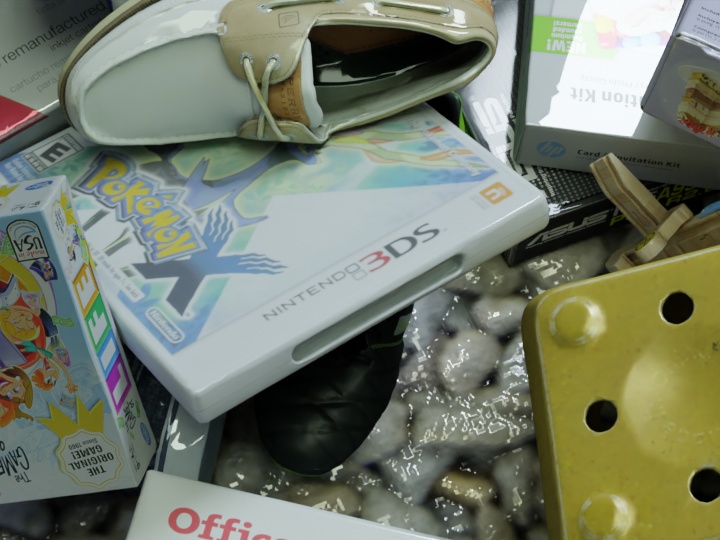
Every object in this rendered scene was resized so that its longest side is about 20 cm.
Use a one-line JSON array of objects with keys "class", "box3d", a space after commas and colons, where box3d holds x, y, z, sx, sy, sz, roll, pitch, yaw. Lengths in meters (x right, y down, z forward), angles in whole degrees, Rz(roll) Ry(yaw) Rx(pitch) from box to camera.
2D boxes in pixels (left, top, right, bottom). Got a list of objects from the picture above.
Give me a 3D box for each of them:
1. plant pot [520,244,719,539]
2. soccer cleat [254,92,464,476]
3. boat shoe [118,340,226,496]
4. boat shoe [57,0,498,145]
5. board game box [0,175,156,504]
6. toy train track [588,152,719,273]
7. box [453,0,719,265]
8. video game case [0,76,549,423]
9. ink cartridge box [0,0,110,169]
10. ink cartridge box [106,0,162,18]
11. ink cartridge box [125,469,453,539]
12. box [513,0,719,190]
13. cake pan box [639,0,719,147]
[{"class": "plant pot", "box3d": [0.163, 0.081, 0.872, 0.195, 0.200, 0.195, -15, 63, 19]}, {"class": "soccer cleat", "box3d": [0.000, 0.000, 1.007, 0.067, 0.081, 0.200, 19, 63, 6]}, {"class": "boat shoe", "box3d": [-0.096, 0.009, 1.002, 0.091, 0.071, 0.201, 12, 62, 4]}, {"class": "boat shoe", "box3d": [-0.036, -0.095, 0.955, 0.200, 0.075, 0.068, -19, 41, -5]}, {"class": "board game box", "box3d": [-0.202, 0.040, 0.912, 0.200, 0.135, 0.034, -9, 26, 15]}, {"class": "toy train track", "box3d": [0.156, -0.009, 0.959, 0.115, 0.200, 0.033, 45, 69, -5]}, {"class": "box", "box3d": [0.109, -0.118, 1.096, 0.160, 0.044, 0.200, -18, 66, -14]}, {"class": "video game case", "box3d": [-0.046, -0.033, 0.960, 0.182, 0.022, 0.200, -29, 44, -19]}, {"class": "ink cartridge box", "box3d": [-0.212, -0.125, 1.055, 0.145, 0.083, 0.200, -33, 69, -19]}, {"class": "ink cartridge box", "box3d": [-0.089, -0.174, 1.050, 0.200, 0.047, 0.198, -2, 40, -18]}, {"class": "ink cartridge box", "box3d": [-0.047, 0.201, 0.899, 0.145, 0.084, 0.200, 13, 63, 4]}, {"class": "box", "box3d": [0.161, -0.137, 1.063, 0.156, 0.041, 0.200, 8, 64, -1]}, {"class": "cake pan box", "box3d": [0.243, -0.095, 0.966, 0.200, 0.052, 0.184, 24, 43, 3]}]
